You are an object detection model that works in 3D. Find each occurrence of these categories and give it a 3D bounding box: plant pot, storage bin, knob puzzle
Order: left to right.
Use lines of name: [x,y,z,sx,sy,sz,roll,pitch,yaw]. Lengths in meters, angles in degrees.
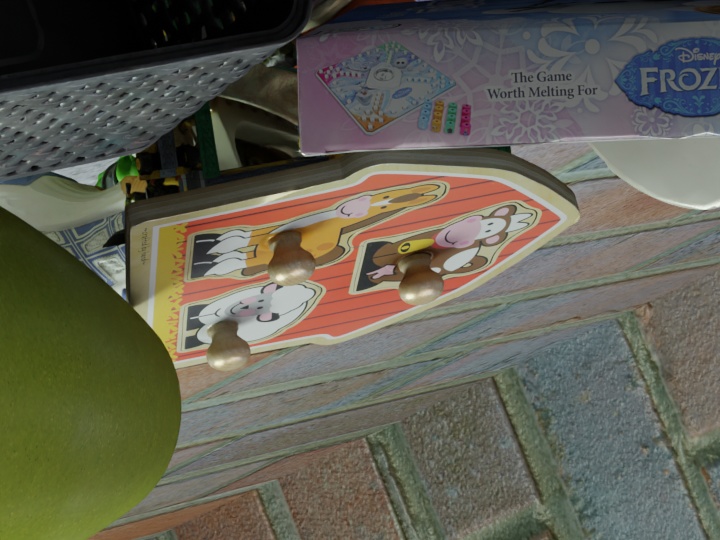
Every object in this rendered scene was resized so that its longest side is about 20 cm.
storage bin: [-0.130,-0.102,0.882,0.200,0.136,0.094,-14,169,-41]
plant pot: [-0.161,0.050,1.122,0.187,0.188,0.200,-26,162,26]
knob puzzle: [0.000,0.000,1.215,0.219,0.031,0.220,-13,159,-5]

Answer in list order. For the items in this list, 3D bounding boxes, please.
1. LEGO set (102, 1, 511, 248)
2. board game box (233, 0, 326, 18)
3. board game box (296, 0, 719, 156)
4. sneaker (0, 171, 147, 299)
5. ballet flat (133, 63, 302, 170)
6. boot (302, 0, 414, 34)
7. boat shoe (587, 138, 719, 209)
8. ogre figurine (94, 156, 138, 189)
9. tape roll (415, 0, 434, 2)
LEGO set: [-0.028,-0.083,1.249,0.199,0.154,0.116,-19,-171,-22]
board game box: [-0.097,-0.103,1.358,0.105,0.024,0.200,-10,165,-45]
board game box: [0.087,-0.073,0.996,0.198,0.044,0.200,-3,-172,6]
sneaker: [-0.112,0.001,1.374,0.199,0.089,0.075,3,170,36]
ballet flat: [-0.070,-0.070,1.305,0.067,0.063,0.200,-26,158,36]
boot: [0.005,-0.090,1.412,0.075,0.108,0.200,-21,174,-24]
boat shoe: [0.132,-0.109,1.392,0.093,0.200,0.075,-23,146,-45]
ogre figurine: [-0.082,-0.040,1.521,0.120,0.098,0.200,-32,-175,34]
tape roll: [0.112,-0.156,1.079,0.199,0.085,0.200,-1,158,0]
